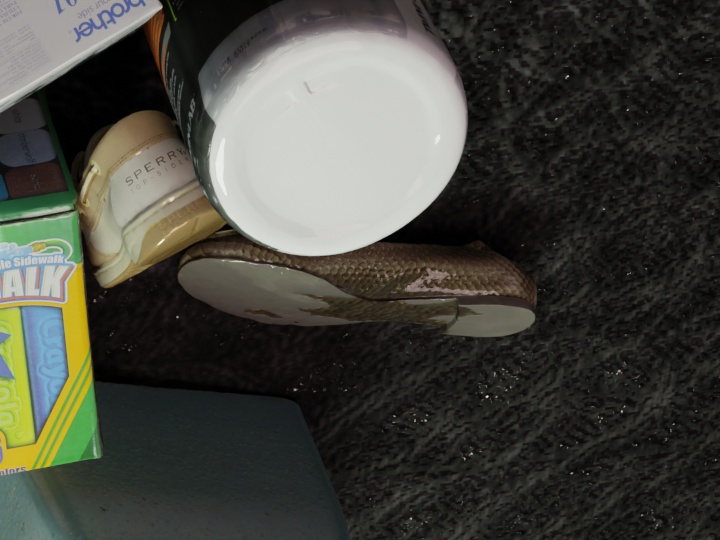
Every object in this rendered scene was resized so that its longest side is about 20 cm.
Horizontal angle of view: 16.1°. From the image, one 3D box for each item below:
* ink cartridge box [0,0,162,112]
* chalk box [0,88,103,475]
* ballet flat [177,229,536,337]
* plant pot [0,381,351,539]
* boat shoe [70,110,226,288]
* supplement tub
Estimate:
[{"bbox_3d":[-0.183,-0.076,1.093,0.200,0.094,0.044,-32,96,-8],"label":"ink cartridge box"},{"bbox_3d":[-0.200,-0.011,1.220,0.123,0.125,0.201,-10,127,-12],"label":"chalk box"},{"bbox_3d":[0.000,0.000,1.351,0.199,0.047,0.067,5,155,-16],"label":"ballet flat"},{"bbox_3d":[-0.110,0.196,1.333,0.196,0.200,0.196,7,118,-30],"label":"plant pot"},{"bbox_3d":[-0.104,-0.040,1.219,0.074,0.200,0.069,-30,91,-14],"label":"boat shoe"},{"bbox_3d":[-0.034,-0.109,1.153,0.122,0.200,0.123,-9,128,-11],"label":"supplement tub"}]
